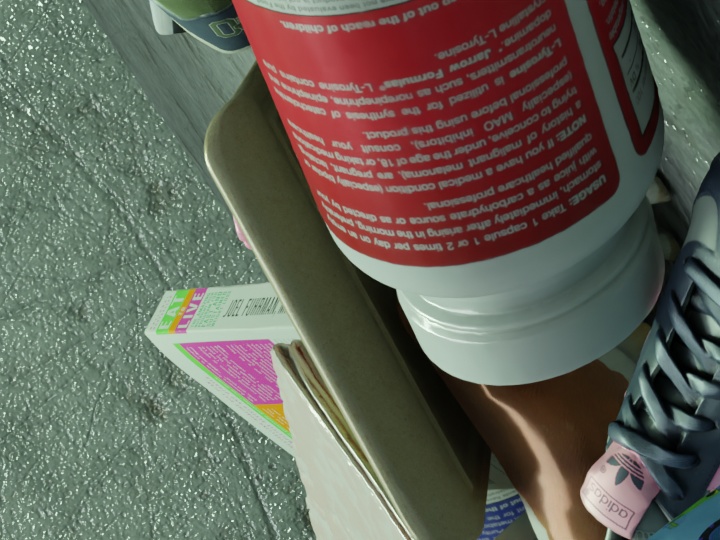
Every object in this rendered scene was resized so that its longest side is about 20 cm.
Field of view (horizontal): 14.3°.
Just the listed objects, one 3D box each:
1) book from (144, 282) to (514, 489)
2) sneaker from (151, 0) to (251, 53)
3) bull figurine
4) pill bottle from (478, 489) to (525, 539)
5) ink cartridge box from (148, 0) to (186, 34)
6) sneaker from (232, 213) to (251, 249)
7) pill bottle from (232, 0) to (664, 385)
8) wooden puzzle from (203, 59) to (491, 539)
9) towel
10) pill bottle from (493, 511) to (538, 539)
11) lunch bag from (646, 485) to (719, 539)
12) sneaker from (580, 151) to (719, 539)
[{"bbox_3d":[-0.005,0.051,1.301,0.133,0.048,0.200,34,164,-22],"label":"book"},{"bbox_3d":[-0.077,-0.155,1.069,0.090,0.067,0.201,53,-170,-41],"label":"sneaker"},{"bbox_3d":[0.097,0.060,1.074,0.201,0.121,0.065,57,175,-15],"label":"bull figurine"},{"bbox_3d":[0.085,0.109,1.492,0.120,0.119,0.200,49,172,47],"label":"pill bottle"},{"bbox_3d":[-0.095,-0.225,1.311,0.198,0.047,0.202,101,160,-83],"label":"ink cartridge box"},{"bbox_3d":[-0.027,-0.050,1.287,0.200,0.079,0.096,69,177,-63],"label":"sneaker"},{"bbox_3d":[0.027,-0.066,0.862,0.112,0.112,0.201,48,164,52],"label":"pill bottle"},{"bbox_3d":[0.000,0.000,1.116,0.186,0.037,0.200,61,-164,-11],"label":"wooden puzzle"},{"bbox_3d":[0.032,0.140,1.190,0.191,0.032,0.200,54,167,30],"label":"towel"},{"bbox_3d":[0.132,0.195,1.270,0.200,0.112,0.112,48,175,-3],"label":"pill bottle"},{"bbox_3d":[0.167,0.147,0.828,0.201,0.150,0.094,55,175,-5],"label":"lunch bag"},{"bbox_3d":[0.110,0.046,0.898,0.070,0.082,0.201,45,152,37],"label":"sneaker"}]
